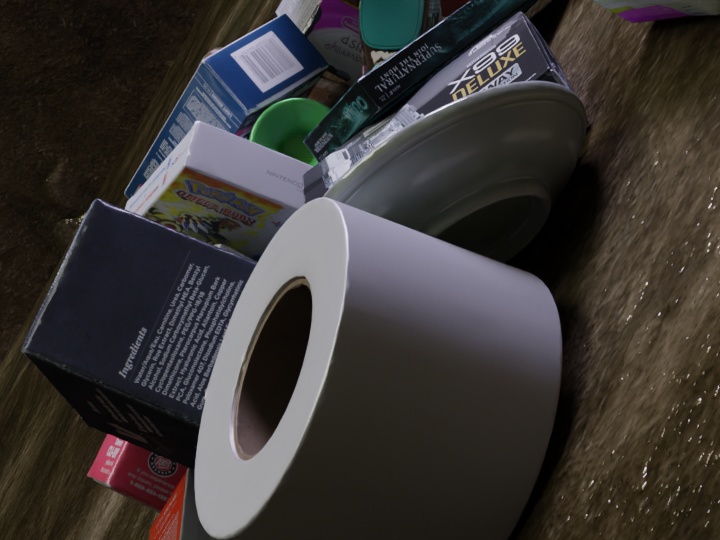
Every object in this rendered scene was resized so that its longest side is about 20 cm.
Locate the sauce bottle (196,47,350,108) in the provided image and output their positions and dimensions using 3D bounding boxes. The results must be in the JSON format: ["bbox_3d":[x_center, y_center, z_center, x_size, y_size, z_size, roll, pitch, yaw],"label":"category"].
[{"bbox_3d":[-0.048,-0.137,1.888,0.065,0.199,0.065,-38,-41,-44],"label":"sauce bottle"}]

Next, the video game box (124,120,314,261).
[{"bbox_3d":[-0.068,-0.031,1.708,0.182,0.199,0.047,138,149,-59],"label":"video game box"}]

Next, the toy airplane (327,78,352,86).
[{"bbox_3d":[-0.079,-0.086,1.981,0.201,0.141,0.199,-57,24,-16],"label":"toy airplane"}]

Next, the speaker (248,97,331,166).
[{"bbox_3d":[-0.038,-0.074,1.792,0.200,0.088,0.089,64,-130,-75],"label":"speaker"}]

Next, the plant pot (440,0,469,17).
[{"bbox_3d":[0.054,-0.303,1.813,0.201,0.177,0.201,-58,14,23],"label":"plant pot"}]

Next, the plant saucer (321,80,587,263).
[{"bbox_3d":[0.060,-0.035,1.359,0.200,0.199,0.050,-52,59,41],"label":"plant saucer"}]

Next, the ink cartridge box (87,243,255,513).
[{"bbox_3d":[-0.094,0.098,1.668,0.201,0.145,0.083,-65,14,-8],"label":"ink cartridge box"}]

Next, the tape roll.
[{"bbox_3d":[0.008,0.075,1.264,0.203,0.138,0.203,-54,25,40],"label":"tape roll"}]

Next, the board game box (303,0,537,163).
[{"bbox_3d":[0.056,-0.159,1.643,0.200,0.028,0.135,-37,-2,-24],"label":"board game box"}]

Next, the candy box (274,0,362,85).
[{"bbox_3d":[0.005,-0.197,1.891,0.061,0.136,0.200,-60,14,11],"label":"candy box"}]

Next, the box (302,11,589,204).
[{"bbox_3d":[0.054,-0.081,1.504,0.200,0.050,0.158,-36,19,10],"label":"box"}]

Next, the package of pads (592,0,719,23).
[{"bbox_3d":[0.209,-0.249,1.338,0.201,0.068,0.154,-63,14,-2],"label":"package of pads"}]

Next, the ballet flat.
[{"bbox_3d":[0.036,-0.170,1.753,0.069,0.071,0.201,7,99,34],"label":"ballet flat"}]

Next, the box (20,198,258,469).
[{"bbox_3d":[-0.095,0.065,1.476,0.197,0.199,0.118,74,-141,-72],"label":"box"}]

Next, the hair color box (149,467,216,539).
[{"bbox_3d":[-0.085,0.223,1.461,0.064,0.110,0.200,-59,13,20],"label":"hair color box"}]

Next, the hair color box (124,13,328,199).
[{"bbox_3d":[-0.111,-0.114,1.812,0.100,0.061,0.200,-34,-10,-37],"label":"hair color box"}]
